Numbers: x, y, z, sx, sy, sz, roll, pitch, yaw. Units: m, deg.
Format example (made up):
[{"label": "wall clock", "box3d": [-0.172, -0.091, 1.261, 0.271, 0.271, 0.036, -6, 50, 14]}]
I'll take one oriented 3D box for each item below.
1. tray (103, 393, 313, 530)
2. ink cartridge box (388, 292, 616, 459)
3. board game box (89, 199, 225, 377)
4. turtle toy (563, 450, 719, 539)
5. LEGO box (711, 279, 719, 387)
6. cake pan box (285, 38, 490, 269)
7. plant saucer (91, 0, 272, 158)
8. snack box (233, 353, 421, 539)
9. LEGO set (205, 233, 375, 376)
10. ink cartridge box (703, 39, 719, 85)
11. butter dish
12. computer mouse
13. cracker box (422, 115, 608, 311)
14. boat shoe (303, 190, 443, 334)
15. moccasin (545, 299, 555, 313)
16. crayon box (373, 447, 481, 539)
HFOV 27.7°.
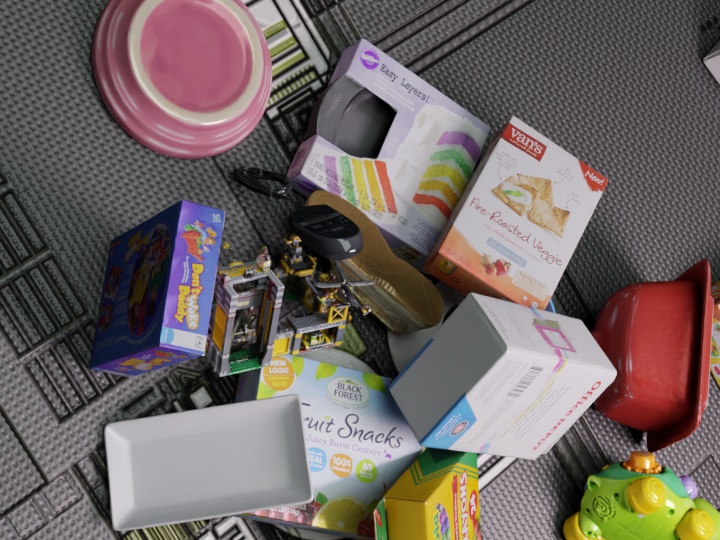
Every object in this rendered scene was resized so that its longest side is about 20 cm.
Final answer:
[{"label": "tray", "box3d": [-0.148, 0.189, 1.426, 0.198, 0.022, 0.108, -9, 75, 2]}, {"label": "ink cartridge box", "box3d": [0.151, 0.115, 1.516, 0.199, 0.145, 0.085, 15, 34, -45]}, {"label": "board game box", "box3d": [-0.195, 0.022, 1.380, 0.044, 0.200, 0.136, 14, 75, -25]}, {"label": "turtle toy", "box3d": [0.335, 0.278, 1.663, 0.199, 0.146, 0.102, 33, 46, -20]}, {"label": "LEGO box", "box3d": [0.511, 0.097, 1.813, 0.148, 0.077, 0.201, -32, 97, -29]}, {"label": "cake pan box", "box3d": [0.029, -0.131, 1.615, 0.199, 0.052, 0.185, 33, 65, -20]}, {"label": "plant saucer", "box3d": [-0.178, -0.220, 1.520, 0.199, 0.051, 0.203, 5, 79, -28]}, {"label": "snack box", "box3d": [-0.036, 0.185, 1.510, 0.198, 0.068, 0.170, 16, 74, -26]}, {"label": "LEGO set", "box3d": [-0.095, 0.011, 1.453, 0.198, 0.117, 0.154, -5, 38, -23]}, {"label": "ink cartridge box", "box3d": [0.561, -0.287, 1.908, 0.145, 0.084, 0.200, 50, 62, -11]}, {"label": "butter dish", "box3d": [0.311, 0.094, 1.668, 0.146, 0.200, 0.202, 8, 75, -3]}, {"label": "computer mouse", "box3d": [-0.067, -0.057, 1.488, 0.058, 0.200, 0.034, -16, 125, -33]}, {"label": "cracker box", "box3d": [0.172, -0.052, 1.603, 0.133, 0.058, 0.201, 32, 63, -5]}, {"label": "boat shoe", "box3d": [0.000, 0.000, 1.563, 0.200, 0.069, 0.074, 45, 43, -17]}, {"label": "moccasin", "box3d": [0.187, 0.072, 1.637, 0.068, 0.080, 0.201, -36, 98, -51]}, {"label": "crayon box", "box3d": [0.071, 0.265, 1.482, 0.200, 0.050, 0.128, -36, 125, -63]}]
